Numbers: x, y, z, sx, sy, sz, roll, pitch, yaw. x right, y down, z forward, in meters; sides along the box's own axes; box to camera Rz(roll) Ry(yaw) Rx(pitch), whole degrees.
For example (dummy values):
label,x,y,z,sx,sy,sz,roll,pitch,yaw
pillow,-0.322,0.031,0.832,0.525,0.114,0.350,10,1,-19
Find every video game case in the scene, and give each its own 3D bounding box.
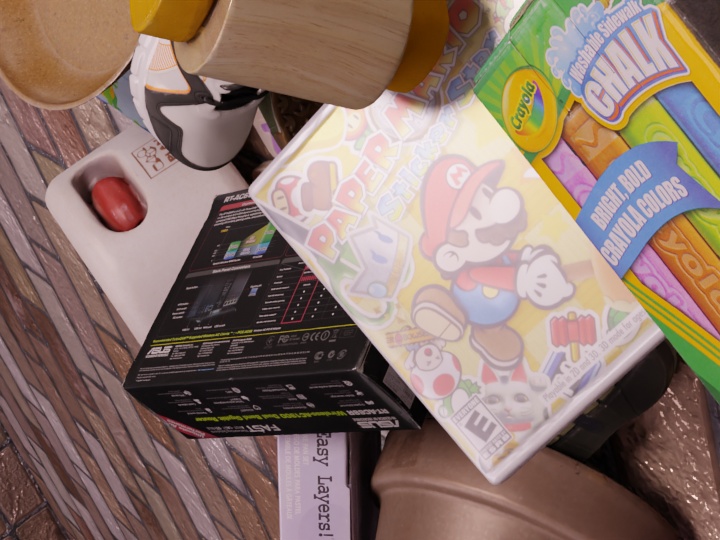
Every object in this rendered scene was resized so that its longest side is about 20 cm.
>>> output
label,x,y,z,sx,sy,sz,roll,pitch,yaw
video game case,0.070,-0.037,0.609,0.200,0.023,0.182,-46,77,22

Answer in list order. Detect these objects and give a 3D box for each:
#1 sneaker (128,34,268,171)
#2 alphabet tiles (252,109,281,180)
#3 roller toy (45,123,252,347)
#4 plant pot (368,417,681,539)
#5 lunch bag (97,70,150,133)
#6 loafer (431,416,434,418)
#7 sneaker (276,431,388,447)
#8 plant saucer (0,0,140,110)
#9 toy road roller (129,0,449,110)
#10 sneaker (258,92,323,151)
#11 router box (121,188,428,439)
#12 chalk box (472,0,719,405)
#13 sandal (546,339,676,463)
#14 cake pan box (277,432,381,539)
label,x,y,z,sx,sy,sz,roll,pitch,yaw
sneaker,-0.067,-0.118,0.713,0.080,0.074,0.200,48,146,26
alphabet tiles,-0.012,-0.036,0.959,0.196,0.015,0.200,60,157,-15
roller toy,-0.134,-0.023,1.045,0.183,0.140,0.200,56,171,-8
plant pot,0.074,0.211,0.842,0.200,0.175,0.200,23,157,10
lunch bag,-0.171,-0.195,0.965,0.200,0.082,0.161,36,146,35
loafer,0.064,0.125,0.977,0.072,0.063,0.200,20,154,-7
sneaker,0.004,0.158,1.120,0.200,0.080,0.071,40,152,27
plant saucer,-0.166,-0.197,0.848,0.200,0.035,0.201,-1,88,43
toy road roller,-0.017,-0.181,0.562,0.146,0.122,0.201,-44,45,50
sneaker,-0.054,-0.160,0.808,0.090,0.067,0.201,36,148,45
router box,-0.030,0.017,0.806,0.199,0.150,0.062,-8,139,43
chalk box,0.130,-0.076,0.478,0.200,0.125,0.124,53,157,6
sandal,0.117,0.064,0.795,0.080,0.057,0.201,31,146,-12
cake pan box,-0.017,0.138,0.932,0.184,0.052,0.201,-63,-28,-80
